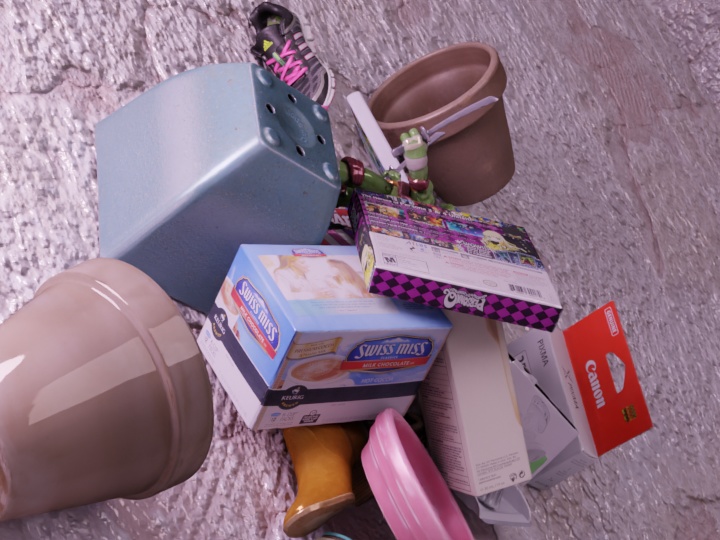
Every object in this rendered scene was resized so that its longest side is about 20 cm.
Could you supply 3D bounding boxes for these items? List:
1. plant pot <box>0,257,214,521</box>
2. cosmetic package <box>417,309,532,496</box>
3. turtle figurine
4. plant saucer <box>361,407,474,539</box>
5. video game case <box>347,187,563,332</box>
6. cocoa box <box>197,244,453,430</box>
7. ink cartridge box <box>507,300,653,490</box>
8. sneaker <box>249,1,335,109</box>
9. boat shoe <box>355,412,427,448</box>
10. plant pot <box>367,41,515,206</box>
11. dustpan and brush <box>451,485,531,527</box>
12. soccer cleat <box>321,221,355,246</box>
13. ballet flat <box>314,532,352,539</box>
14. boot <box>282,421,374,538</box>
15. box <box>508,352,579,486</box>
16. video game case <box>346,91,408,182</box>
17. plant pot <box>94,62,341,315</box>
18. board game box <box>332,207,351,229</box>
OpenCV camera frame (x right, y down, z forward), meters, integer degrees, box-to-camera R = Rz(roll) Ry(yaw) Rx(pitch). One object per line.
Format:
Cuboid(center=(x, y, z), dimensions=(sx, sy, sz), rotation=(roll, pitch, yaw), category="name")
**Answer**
Cuboid(center=(-0.244, 0.109, 1.182), dimensions=(0.173, 0.200, 0.201), rotation=(-24, 79, -45), category="plant pot")
Cuboid(center=(0.111, 0.127, 1.573), dimensions=(0.071, 0.105, 0.201), rotation=(-13, 98, -22), category="cosmetic package")
Cuboid(center=(0.025, -0.118, 1.657), dimensions=(0.193, 0.201, 0.144), rotation=(9, 10, -18), category="turtle figurine")
Cuboid(center=(0.058, 0.235, 1.486), dimensions=(0.201, 0.051, 0.201), rotation=(59, 6, -10), category="plant saucer")
Cuboid(center=(0.093, -0.013, 1.531), dimensions=(0.199, 0.036, 0.182), rotation=(12, 26, -14), category="video game case")
Cuboid(center=(-0.035, 0.063, 1.497), dimensions=(0.199, 0.132, 0.134), rotation=(0, 40, -38), category="cocoa box")
Cuboid(center=(0.264, 0.151, 1.887), dimensions=(0.043, 0.173, 0.201), rotation=(27, 39, -39), category="ink cartridge box")
Cuboid(center=(-0.095, -0.269, 1.899), dimensions=(0.087, 0.074, 0.201), rotation=(25, 36, -43), category="sneaker")
Cuboid(center=(0.040, 0.184, 1.621), dimensions=(0.200, 0.072, 0.072), rotation=(52, 29, -7), category="boat shoe")
Cuboid(center=(0.129, -0.187, 2.058), dimensions=(0.175, 0.199, 0.201), rotation=(61, 23, -28), category="plant pot")
Cuboid(center=(0.117, 0.207, 1.719), dimensions=(0.200, 0.057, 0.139), rotation=(41, 11, 31), category="dustpan and brush")
Cuboid(center=(-0.008, -0.006, 1.685), dimensions=(0.199, 0.068, 0.074), rotation=(3, 53, -22), category="soccer cleat")
Cuboid(center=(0.021, 0.323, 1.470), dimensions=(0.200, 0.069, 0.070), rotation=(33, 35, -31), category="ballet flat")
Cuboid(center=(-0.057, 0.181, 1.496), dimensions=(0.144, 0.071, 0.201), rotation=(55, 22, 11), category="boot")
Cuboid(center=(0.138, 0.127, 1.730), dimensions=(0.200, 0.097, 0.176), rotation=(47, 1, -14), category="box")
Cuboid(center=(0.047, -0.100, 1.865), dimensions=(0.183, 0.022, 0.201), rotation=(66, -2, -56), category="video game case")
Cuboid(center=(-0.131, -0.096, 1.529), dimensions=(0.196, 0.200, 0.197), rotation=(29, 37, -39), category="plant pot")
Cuboid(center=(-0.035, -0.069, 1.754), dimensions=(0.199, 0.019, 0.103), rotation=(2, 47, -35), category="board game box")
